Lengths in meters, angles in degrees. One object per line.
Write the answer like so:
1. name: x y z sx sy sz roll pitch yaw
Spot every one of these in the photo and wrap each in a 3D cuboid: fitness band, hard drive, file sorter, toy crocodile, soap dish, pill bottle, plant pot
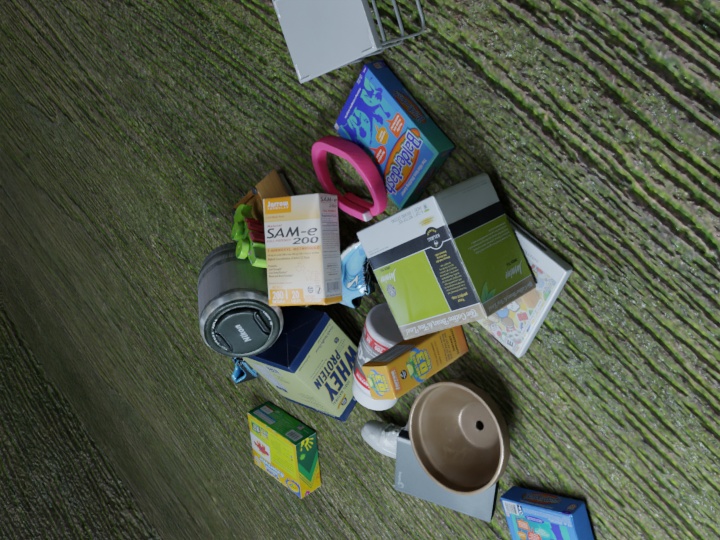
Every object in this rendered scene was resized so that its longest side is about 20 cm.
1. fitness band: -0.024 -0.167 1.357 0.200 0.037 0.144 31 147 51
2. hard drive: 0.163 0.390 1.439 0.199 0.033 0.140 14 122 21
3. file sorter: -0.018 -0.399 1.189 0.199 0.124 0.140 -5 108 51
4. toy crocodile: -0.211 -0.065 1.487 0.062 0.067 0.200 -67 26 22
5. soap dish: -0.184 -0.091 1.595 0.157 0.081 0.201 -30 86 53
6. pill bottle: 0.047 0.168 1.440 0.114 0.114 0.201 40 136 28
7. plant pot: 0.189 0.286 1.339 0.200 0.092 0.203 8 102 40

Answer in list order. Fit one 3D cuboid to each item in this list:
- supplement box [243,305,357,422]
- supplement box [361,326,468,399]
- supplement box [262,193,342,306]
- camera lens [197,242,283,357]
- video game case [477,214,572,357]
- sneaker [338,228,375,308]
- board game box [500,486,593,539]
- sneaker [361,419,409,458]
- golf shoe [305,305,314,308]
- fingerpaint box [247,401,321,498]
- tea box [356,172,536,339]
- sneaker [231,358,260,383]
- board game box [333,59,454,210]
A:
1. supplement box: -0.114 0.184 1.558 0.199 0.135 0.200 10 148 47
2. supplement box: 0.097 0.152 1.301 0.069 0.199 0.067 -6 106 51
3. supplement box: -0.107 -0.038 1.394 0.125 0.073 0.202 -3 91 28
4. camera lens: -0.240 0.059 1.492 0.201 0.159 0.161 -109 21 -51
5. video game case: 0.228 0.015 1.215 0.182 0.023 0.201 43 138 26
6. sneaker: 0.000 0.000 1.455 0.090 0.078 0.200 34 140 7
7. board game box: 0.339 0.488 1.320 0.152 0.045 0.201 -2 108 50
8. sneaker: 0.090 0.324 1.519 0.199 0.074 0.116 22 125 29
9. golf shoe: -0.096 0.026 1.547 0.077 0.088 0.200 50 176 -3
10. fingerpaint box: -0.193 0.452 1.919 0.199 0.073 0.168 21 125 42
11. tea box: 0.131 -0.017 1.185 0.200 0.133 0.198 -21 92 52
12. sneaker: -0.270 0.205 1.863 0.073 0.082 0.201 40 135 31
13. board game box: 0.051 -0.226 1.270 0.200 0.045 0.152 52 141 15
